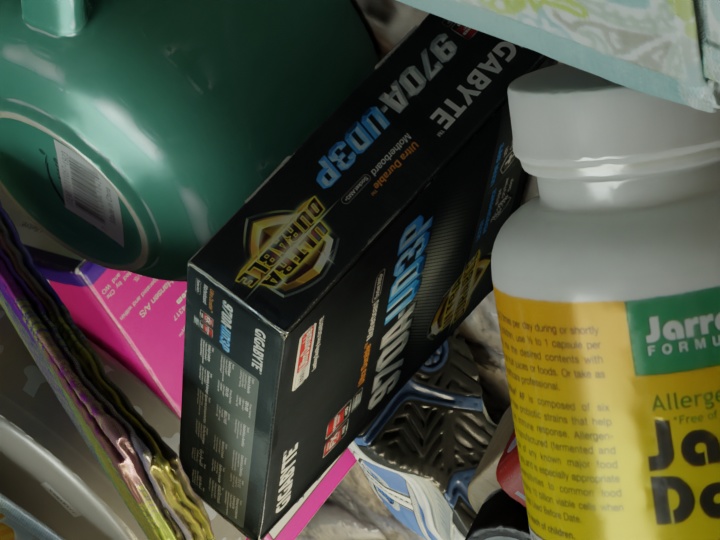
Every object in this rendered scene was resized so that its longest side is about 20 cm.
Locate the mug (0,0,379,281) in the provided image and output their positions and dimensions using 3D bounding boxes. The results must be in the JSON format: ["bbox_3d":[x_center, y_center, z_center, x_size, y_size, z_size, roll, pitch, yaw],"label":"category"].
[{"bbox_3d":[-0.093,-0.081,1.039,0.185,0.114,0.152,50,153,-23],"label":"mug"}]

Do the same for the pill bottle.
[{"bbox_3d":[0.104,0.030,0.884,0.113,0.113,0.200,6,108,50],"label":"pill bottle"}]

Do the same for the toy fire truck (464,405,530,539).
[{"bbox_3d":[0.153,0.091,1.014,0.176,0.129,0.200,36,136,-5],"label":"toy fire truck"}]

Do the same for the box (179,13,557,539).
[{"bbox_3d":[0.000,0.000,0.992,0.046,0.159,0.200,38,156,13],"label":"box"}]

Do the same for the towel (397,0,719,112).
[{"bbox_3d":[0.036,-0.140,0.789,0.200,0.048,0.171,23,151,28],"label":"towel"}]

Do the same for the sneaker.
[{"bbox_3d":[0.017,0.068,1.186,0.077,0.076,0.200,3,133,53],"label":"sneaker"}]

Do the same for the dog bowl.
[{"bbox_3d":[-0.137,0.090,1.218,0.200,0.059,0.200,33,156,16],"label":"dog bowl"}]

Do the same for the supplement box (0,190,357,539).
[{"bbox_3d":[-0.085,0.027,1.228,0.101,0.103,0.200,15,145,44],"label":"supplement box"}]

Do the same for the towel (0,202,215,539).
[{"bbox_3d":[-0.109,0.043,1.047,0.200,0.023,0.144,52,170,36],"label":"towel"}]

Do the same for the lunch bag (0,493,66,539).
[{"bbox_3d":[-0.177,0.182,1.218,0.200,0.127,0.170,32,159,3],"label":"lunch bag"}]
